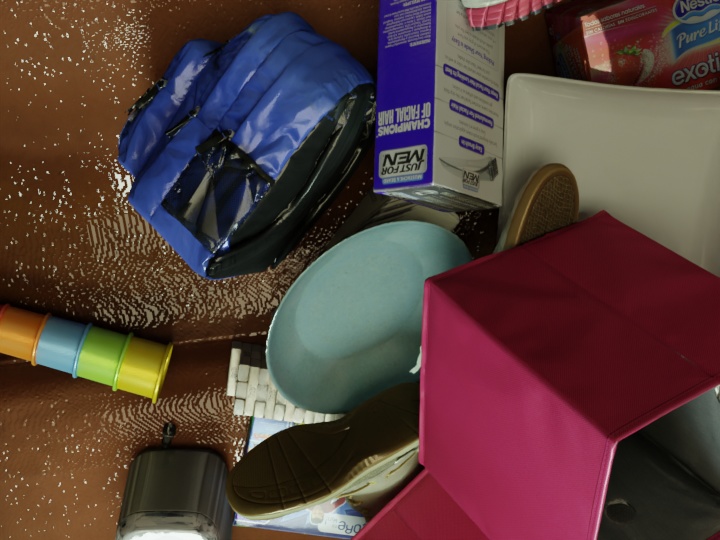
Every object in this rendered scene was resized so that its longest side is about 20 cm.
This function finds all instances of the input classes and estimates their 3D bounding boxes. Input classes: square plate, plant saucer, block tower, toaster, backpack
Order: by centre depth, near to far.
[{"bbox_3d":[-0.087,-0.114,0.694,0.168,0.162,0.200,44,102,2],"label":"backpack"},{"bbox_3d":[0.217,-0.065,0.713,0.197,0.029,0.201,9,122,17],"label":"square plate"},{"bbox_3d":[0.006,0.035,0.720,0.198,0.039,0.204,-17,131,-20],"label":"plant saucer"},{"bbox_3d":[-0.184,0.270,0.833,0.111,0.129,0.204,3,109,-8],"label":"toaster"},{"bbox_3d":[-0.034,0.118,0.835,0.196,0.058,0.055,9,108,-8],"label":"block tower"}]

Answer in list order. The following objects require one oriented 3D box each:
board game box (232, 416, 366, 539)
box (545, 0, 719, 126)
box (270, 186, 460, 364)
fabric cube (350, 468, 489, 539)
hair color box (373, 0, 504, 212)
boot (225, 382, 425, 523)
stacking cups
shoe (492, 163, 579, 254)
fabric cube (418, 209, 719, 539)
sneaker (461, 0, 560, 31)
[{"bbox_3d":[-0.025,0.212,0.879,0.196,0.035,0.138,10,108,-9],"label":"board game box"},{"bbox_3d":[0.273,-0.208,0.730,0.197,0.100,0.097,-18,110,1],"label":"box"},{"bbox_3d":[0.000,0.000,0.785,0.068,0.082,0.201,36,101,-16],"label":"box"},{"bbox_3d":[0.106,0.314,0.777,0.200,0.199,0.197,-41,148,-9],"label":"fabric cube"},{"bbox_3d":[0.066,-0.156,0.682,0.064,0.109,0.204,-4,82,38],"label":"hair color box"},{"bbox_3d":[-0.018,0.192,0.775,0.197,0.073,0.156,-23,147,-12],"label":"boot"},{"bbox_3d":[-0.281,0.073,0.798,0.197,0.061,0.061,15,107,-7],"label":"stacking cups"},{"bbox_3d":[0.131,-0.001,0.723,0.069,0.053,0.203,-6,122,-32],"label":"shoe"},{"bbox_3d":[0.179,0.104,0.648,0.197,0.199,0.199,-20,127,-25],"label":"fabric cube"},{"bbox_3d":[0.163,-0.253,0.631,0.198,0.081,0.076,-27,109,-6],"label":"sneaker"}]
